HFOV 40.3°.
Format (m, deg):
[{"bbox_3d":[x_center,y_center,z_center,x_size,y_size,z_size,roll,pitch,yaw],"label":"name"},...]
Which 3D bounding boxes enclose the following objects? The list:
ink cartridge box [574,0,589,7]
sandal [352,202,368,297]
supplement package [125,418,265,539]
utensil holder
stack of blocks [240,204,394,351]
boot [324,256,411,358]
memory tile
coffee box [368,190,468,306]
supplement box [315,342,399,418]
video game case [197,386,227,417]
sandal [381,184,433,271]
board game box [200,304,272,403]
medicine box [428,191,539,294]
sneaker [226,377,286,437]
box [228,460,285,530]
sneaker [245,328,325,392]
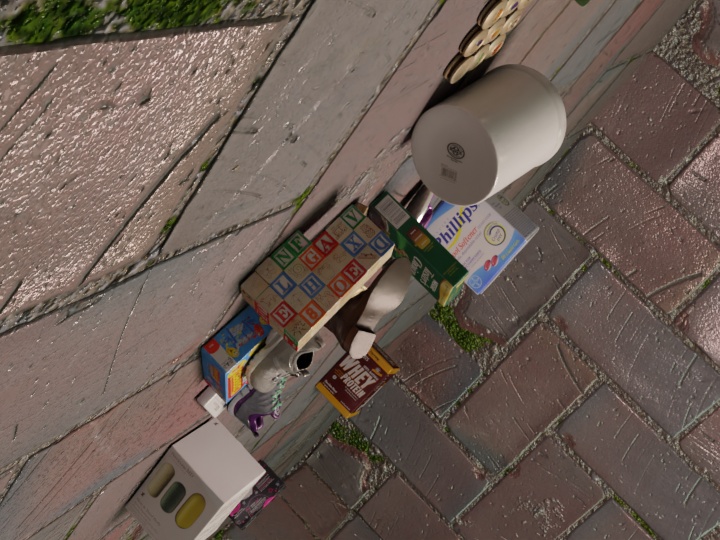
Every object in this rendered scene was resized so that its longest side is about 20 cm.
[{"bbox_3d":[0.136,-0.311,0.695,0.146,0.200,0.048,-45,173,-1],"label":"ink cartridge box"},{"bbox_3d":[-0.017,0.003,1.521,0.078,0.069,0.214,103,10,-83],"label":"sandal"},{"bbox_3d":[-0.321,0.425,1.908,0.200,0.152,0.150,-51,169,27],"label":"supplement package"},{"bbox_3d":[0.195,-0.208,1.504,0.199,0.170,0.170,-33,165,-44],"label":"utensil holder"},{"bbox_3d":[-0.061,0.000,1.394,0.200,0.115,0.059,-44,171,-16],"label":"stack of blocks"},{"bbox_3d":[-0.018,0.024,1.619,0.064,0.200,0.187,28,98,-37],"label":"boot"},{"bbox_3d":[0.196,-0.352,1.360,0.153,0.017,0.200,-37,167,-43],"label":"memory tile"},{"bbox_3d":[0.094,-0.035,1.667,0.044,0.200,0.123,-42,171,-15],"label":"coffee box"},{"bbox_3d":[-0.005,0.317,2.920,0.200,0.133,0.197,-47,170,2],"label":"supplement box"},{"bbox_3d":[-0.208,0.181,1.782,0.200,0.024,0.182,-45,171,-12],"label":"video game case"},{"bbox_3d":[0.101,-0.075,1.850,0.204,0.049,0.082,-63,-162,8],"label":"sandal"},{"bbox_3d":[-0.162,0.105,1.564,0.196,0.056,0.200,-44,170,-19],"label":"board game box"},{"bbox_3d":[0.261,-0.086,2.195,0.183,0.200,0.103,-52,171,31],"label":"medicine box"},{"bbox_3d":[-0.159,0.216,1.807,0.200,0.088,0.074,-49,170,25],"label":"sneaker"},{"bbox_3d":[-0.350,0.727,3.175,0.200,0.115,0.132,-43,171,-13],"label":"box"},{"bbox_3d":[-0.115,0.141,1.493,0.075,0.082,0.200,-39,168,-38],"label":"sneaker"}]
